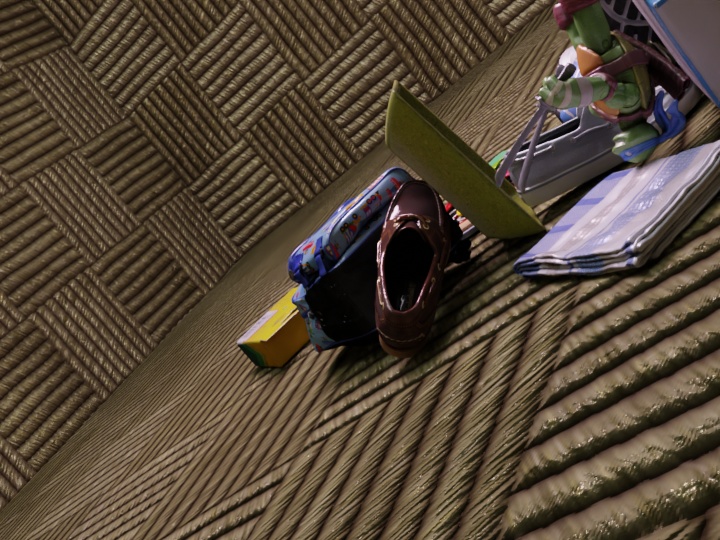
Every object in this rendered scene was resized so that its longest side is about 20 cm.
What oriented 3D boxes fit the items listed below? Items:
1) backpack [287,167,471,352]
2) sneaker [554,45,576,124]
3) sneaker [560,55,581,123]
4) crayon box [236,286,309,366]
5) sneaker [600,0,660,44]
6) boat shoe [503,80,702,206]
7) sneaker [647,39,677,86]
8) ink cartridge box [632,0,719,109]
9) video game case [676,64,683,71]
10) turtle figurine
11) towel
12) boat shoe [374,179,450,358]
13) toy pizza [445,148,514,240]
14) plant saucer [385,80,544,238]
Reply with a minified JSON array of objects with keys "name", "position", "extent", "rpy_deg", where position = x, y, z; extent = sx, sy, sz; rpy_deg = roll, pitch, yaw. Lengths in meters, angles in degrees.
[{"name":"backpack","position":[0.000,0.000,1.104],"extent":[0.183,0.135,0.200],"rpy_deg":[-45,6,-28]},{"name":"sneaker","position":[0.292,-0.240,1.220],"extent":[0.087,0.074,0.201],"rpy_deg":[-38,18,35]},{"name":"sneaker","position":[0.263,-0.232,1.091],"extent":[0.077,0.076,0.201],"rpy_deg":[-34,21,43]},{"name":"crayon box","position":[-0.102,0.079,1.423],"extent":[0.127,0.051,0.200],"rpy_deg":[-44,8,-16]},{"name":"sneaker","position":[0.298,-0.285,0.983],"extent":[0.197,0.091,0.079],"rpy_deg":[-7,-35,-10]},{"name":"boat shoe","position":[0.229,-0.139,0.959],"extent":[0.199,0.072,0.070],"rpy_deg":[-31,12,22]},{"name":"sneaker","position":[0.322,-0.253,1.034],"extent":[0.089,0.067,0.201],"rpy_deg":[-32,14,41]},{"name":"ink cartridge box","position":[0.313,-0.237,0.843],"extent":[0.128,0.125,0.201],"rpy_deg":[-38,17,18]},{"name":"video game case","position":[0.329,-0.213,1.092],"extent":[0.200,0.017,0.143],"rpy_deg":[-47,10,-29]},{"name":"turtle figurine","position":[0.168,-0.176,0.860],"extent":[0.198,0.197,0.143],"rpy_deg":[-15,-2,40]},{"name":"towel","position":[0.211,-0.049,0.784],"extent":[0.147,0.024,0.200],"rpy_deg":[-43,9,-15]},{"name":"boat shoe","position":[0.051,-0.017,0.951],"extent":[0.069,0.071,0.202],"rpy_deg":[0,51,7]},{"name":"toy pizza","position":[0.162,-0.104,1.235],"extent":[0.200,0.032,0.200],"rpy_deg":[-40,9,7]},{"name":"plant saucer","position":[0.094,-0.109,1.029],"extent":[0.048,0.199,0.200],"rpy_deg":[-47,7,13]}]
